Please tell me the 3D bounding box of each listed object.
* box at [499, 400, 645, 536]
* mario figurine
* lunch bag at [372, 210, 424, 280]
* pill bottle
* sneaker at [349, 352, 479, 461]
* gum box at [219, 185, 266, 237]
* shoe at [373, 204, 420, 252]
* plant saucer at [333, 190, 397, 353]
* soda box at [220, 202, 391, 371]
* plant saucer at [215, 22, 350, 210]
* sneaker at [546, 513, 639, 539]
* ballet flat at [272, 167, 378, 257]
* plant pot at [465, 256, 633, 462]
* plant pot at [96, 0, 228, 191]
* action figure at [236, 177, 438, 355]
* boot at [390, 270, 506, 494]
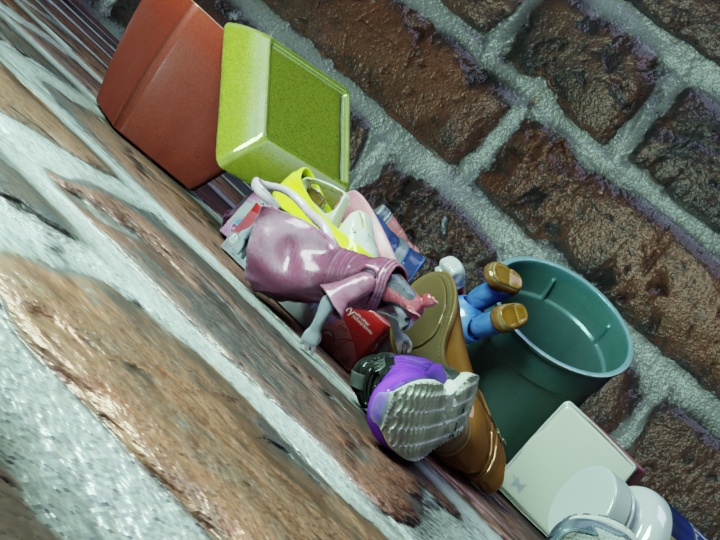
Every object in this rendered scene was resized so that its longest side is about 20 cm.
[{"bbox_3d":[0.249,0.241,1.464,0.109,0.128,0.200,43,3,19],"label":"box"},{"bbox_3d":[0.098,0.066,1.469,0.106,0.199,0.124,42,45,-14],"label":"mario figurine"},{"bbox_3d":[0.000,0.000,1.630,0.132,0.136,0.200,41,1,-7],"label":"lunch bag"},{"bbox_3d":[0.286,0.292,1.276,0.200,0.120,0.120,40,3,-22],"label":"pill bottle"},{"bbox_3d":[0.028,0.109,1.082,0.098,0.071,0.200,20,5,21],"label":"sneaker"},{"bbox_3d":[-0.105,-0.044,1.514,0.113,0.066,0.200,42,3,-9],"label":"gum box"},{"bbox_3d":[-0.001,-0.013,1.786,0.091,0.072,0.199,49,-43,-8],"label":"shoe"},{"bbox_3d":[0.009,0.012,1.410,0.200,0.050,0.203,157,-89,-82],"label":"plant saucer"},{"bbox_3d":[-0.052,0.020,1.314,0.200,0.064,0.070,42,2,18],"label":"soda box"},{"bbox_3d":[-0.075,-0.174,1.458,0.199,0.048,0.203,28,50,-40],"label":"plant saucer"},{"bbox_3d":[0.253,0.300,1.139,0.200,0.078,0.086,42,6,-5],"label":"sneaker"},{"bbox_3d":[-0.025,-0.045,1.314,0.200,0.067,0.067,45,7,40],"label":"ballet flat"},{"bbox_3d":[0.210,0.124,1.582,0.198,0.197,0.202,19,36,-14],"label":"plant pot"},{"bbox_3d":[-0.216,-0.221,1.569,0.199,0.177,0.200,39,3,-30],"label":"plant pot"},{"bbox_3d":[-0.010,0.002,1.186,0.198,0.151,0.133,11,5,31],"label":"action figure"},{"bbox_3d":[0.096,0.115,1.275,0.155,0.073,0.202,49,35,-42],"label":"boot"}]
